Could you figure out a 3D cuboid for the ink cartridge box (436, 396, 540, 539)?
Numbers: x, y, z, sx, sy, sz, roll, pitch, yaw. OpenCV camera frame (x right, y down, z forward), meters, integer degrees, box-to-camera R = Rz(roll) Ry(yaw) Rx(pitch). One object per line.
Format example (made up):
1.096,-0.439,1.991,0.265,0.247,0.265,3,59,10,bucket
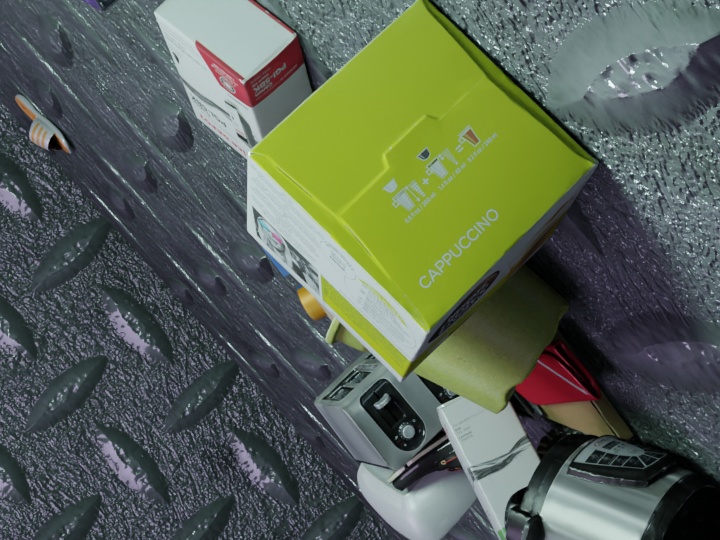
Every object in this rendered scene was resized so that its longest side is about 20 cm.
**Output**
0.172,0.241,1.528,0.201,0.084,0.146,64,178,13,ink cartridge box

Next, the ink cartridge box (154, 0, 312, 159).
-0.128,-0.209,1.407,0.146,0.083,0.201,40,164,24,ink cartridge box

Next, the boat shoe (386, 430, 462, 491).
0.120,0.235,1.687,0.063,0.201,0.074,52,-161,0,boat shoe

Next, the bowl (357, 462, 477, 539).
0.089,0.264,1.804,0.075,0.200,0.200,46,170,-34,bowl

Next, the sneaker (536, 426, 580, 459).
0.294,0.272,1.525,0.200,0.078,0.089,48,176,31,sneaker

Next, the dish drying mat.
0.196,0.113,1.376,0.077,0.018,0.200,47,166,-3,dish drying mat

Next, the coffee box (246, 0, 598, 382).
0.042,-0.060,1.071,0.200,0.200,0.198,45,166,8,coffee box

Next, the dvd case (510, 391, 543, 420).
0.134,0.093,1.558,0.200,0.016,0.149,50,174,-8,dvd case

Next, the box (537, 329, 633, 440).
0.199,0.102,1.420,0.201,0.021,0.163,52,165,-20,box

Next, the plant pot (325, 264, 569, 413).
0.095,0.035,1.258,0.183,0.201,0.201,33,165,5,plant pot

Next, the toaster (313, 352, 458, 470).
0.051,0.165,1.717,0.119,0.181,0.200,51,165,-7,toaster

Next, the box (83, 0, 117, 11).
-0.323,-0.406,1.400,0.148,0.104,0.201,33,161,44,box

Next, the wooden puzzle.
-0.080,-0.015,1.734,0.186,0.046,0.201,55,-170,-28,wooden puzzle

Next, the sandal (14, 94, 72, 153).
-0.737,-0.320,2.944,0.206,0.059,0.079,41,165,23,sandal

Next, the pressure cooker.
0.252,0.267,1.337,0.199,0.179,0.176,17,155,39,pressure cooker
